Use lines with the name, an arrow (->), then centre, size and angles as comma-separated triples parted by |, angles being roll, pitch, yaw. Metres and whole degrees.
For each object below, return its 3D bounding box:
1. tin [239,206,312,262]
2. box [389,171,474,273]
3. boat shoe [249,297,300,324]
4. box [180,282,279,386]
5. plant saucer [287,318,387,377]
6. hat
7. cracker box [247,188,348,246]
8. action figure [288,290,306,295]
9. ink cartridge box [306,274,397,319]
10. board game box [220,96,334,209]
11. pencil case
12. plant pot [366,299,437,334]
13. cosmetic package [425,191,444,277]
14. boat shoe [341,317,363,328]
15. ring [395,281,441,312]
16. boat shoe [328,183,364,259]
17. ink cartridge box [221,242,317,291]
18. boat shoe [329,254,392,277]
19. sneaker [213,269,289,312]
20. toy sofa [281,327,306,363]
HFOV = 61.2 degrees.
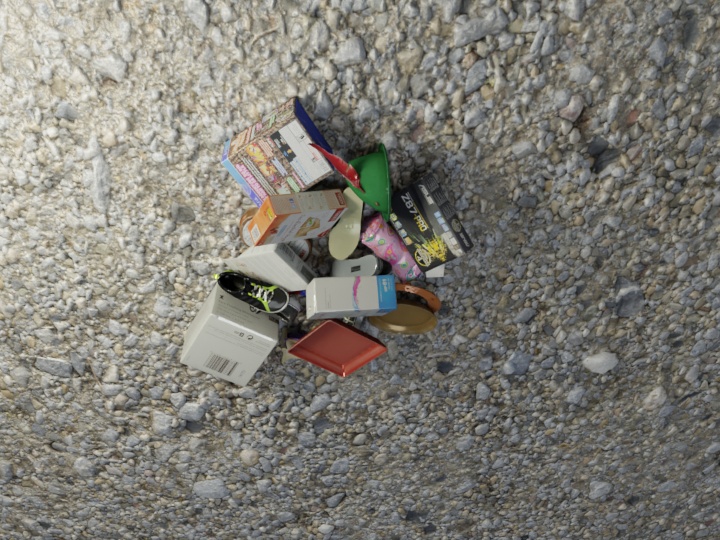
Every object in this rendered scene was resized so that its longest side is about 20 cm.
tin -> -0.210, -0.080, 1.518 | 0.198, 0.042, 0.112 | 29, 123, -25
box -> 0.155, -0.108, 1.432 | 0.160, 0.049, 0.202 | -25, 98, 49
boat shoe -> -0.255, 0.084, 1.588 | 0.197, 0.067, 0.070 | 24, 151, -7
box -> -0.347, 0.175, 1.634 | 0.197, 0.132, 0.201 | 25, 120, -23
plant saucer -> -0.061, 0.198, 1.611 | 0.198, 0.037, 0.199 | 29, 134, -27
hat -> -0.028, -0.201, 1.359 | 0.172, 0.166, 0.204 | -6, 111, -6
cracker box -> -0.143, -0.122, 1.397 | 0.197, 0.059, 0.134 | -13, 160, -37
action figure -> -0.104, 0.053, 1.618 | 0.196, 0.052, 0.066 | -9, 143, -2
ink cartridge box -> -0.027, 0.065, 1.457 | 0.196, 0.087, 0.144 | -3, 170, -14
board game box -> -0.181, -0.252, 1.351 | 0.198, 0.098, 0.160 | -28, 125, 15
pencil case -> 0.078, -0.053, 1.538 | 0.087, 0.088, 0.200 | -34, 123, 19
plant pot -> 0.115, 0.125, 1.670 | 0.196, 0.028, 0.201 | 6, 151, 3
cosmetic package -> 0.186, -0.088, 1.525 | 0.049, 0.083, 0.203 | -3, 127, -4
boat shoe -> -0.023, 0.108, 1.635 | 0.067, 0.075, 0.200 | 18, 149, 0
ring -> 0.119, 0.073, 1.628 | 0.196, 0.020, 0.201 | 9, 155, 4
boat shoe -> -0.029, -0.121, 1.484 | 0.072, 0.063, 0.204 | 15, 121, 1
ink cartridge box -> -0.230, -0.008, 1.538 | 0.197, 0.048, 0.160 | -5, 142, 38
boat shoe -> 0.000, -0.003, 1.540 | 0.067, 0.075, 0.198 | 10, 163, -39
sneaker -> -0.274, 0.055, 1.518 | 0.196, 0.083, 0.073 | 18, 87, 1
toy sofa -> -0.125, 0.207, 1.712 | 0.196, 0.084, 0.099 | 6, 130, -10
